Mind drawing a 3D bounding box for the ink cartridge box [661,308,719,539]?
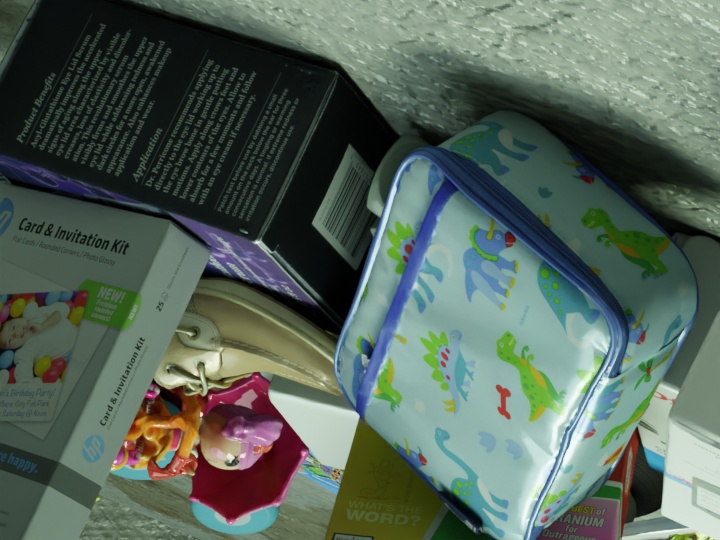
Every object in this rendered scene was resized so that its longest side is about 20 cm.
[{"bbox_3d":[0.204,0.045,1.249,0.085,0.148,0.200,24,168,12],"label":"ink cartridge box"}]

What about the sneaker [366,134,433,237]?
[{"bbox_3d":[0.068,0.000,1.496,0.088,0.074,0.200,23,168,21],"label":"sneaker"}]

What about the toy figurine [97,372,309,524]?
[{"bbox_3d":[-0.118,0.097,1.663,0.184,0.151,0.200,2,166,-16],"label":"toy figurine"}]

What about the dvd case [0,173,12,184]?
[{"bbox_3d":[-0.236,-0.061,1.604,0.018,0.201,0.143,-11,175,-24],"label":"dvd case"}]

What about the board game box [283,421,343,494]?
[{"bbox_3d":[0.033,0.141,1.768,0.200,0.019,0.103,32,150,-21],"label":"board game box"}]

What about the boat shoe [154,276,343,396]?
[{"bbox_3d":[-0.088,0.039,1.502,0.200,0.065,0.071,18,167,30],"label":"boat shoe"}]

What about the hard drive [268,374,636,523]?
[{"bbox_3d":[0.056,0.108,1.613,0.200,0.026,0.132,13,161,20],"label":"hard drive"}]

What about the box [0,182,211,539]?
[{"bbox_3d":[-0.181,0.058,1.442,0.156,0.200,0.041,13,162,43],"label":"box"}]

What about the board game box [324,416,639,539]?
[{"bbox_3d":[0.068,0.116,1.466,0.153,0.200,0.040,4,128,10],"label":"board game box"}]

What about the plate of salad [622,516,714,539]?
[{"bbox_3d":[0.203,0.180,1.617,0.199,0.048,0.200,-4,164,-1],"label":"plate of salad"}]

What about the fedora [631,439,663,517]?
[{"bbox_3d":[0.119,0.078,1.672,0.177,0.090,0.200,24,165,5],"label":"fedora"}]

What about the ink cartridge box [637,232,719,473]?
[{"bbox_3d":[0.224,0.070,1.451,0.146,0.084,0.200,22,167,18],"label":"ink cartridge box"}]

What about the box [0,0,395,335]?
[{"bbox_3d":[-0.087,-0.059,1.490,0.200,0.105,0.148,18,166,29],"label":"box"}]

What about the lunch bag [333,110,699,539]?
[{"bbox_3d":[0.070,0.030,1.365,0.161,0.082,0.200,45,140,21],"label":"lunch bag"}]

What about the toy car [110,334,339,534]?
[{"bbox_3d":[-0.059,0.046,1.820,0.200,0.185,0.177,-25,135,37],"label":"toy car"}]
